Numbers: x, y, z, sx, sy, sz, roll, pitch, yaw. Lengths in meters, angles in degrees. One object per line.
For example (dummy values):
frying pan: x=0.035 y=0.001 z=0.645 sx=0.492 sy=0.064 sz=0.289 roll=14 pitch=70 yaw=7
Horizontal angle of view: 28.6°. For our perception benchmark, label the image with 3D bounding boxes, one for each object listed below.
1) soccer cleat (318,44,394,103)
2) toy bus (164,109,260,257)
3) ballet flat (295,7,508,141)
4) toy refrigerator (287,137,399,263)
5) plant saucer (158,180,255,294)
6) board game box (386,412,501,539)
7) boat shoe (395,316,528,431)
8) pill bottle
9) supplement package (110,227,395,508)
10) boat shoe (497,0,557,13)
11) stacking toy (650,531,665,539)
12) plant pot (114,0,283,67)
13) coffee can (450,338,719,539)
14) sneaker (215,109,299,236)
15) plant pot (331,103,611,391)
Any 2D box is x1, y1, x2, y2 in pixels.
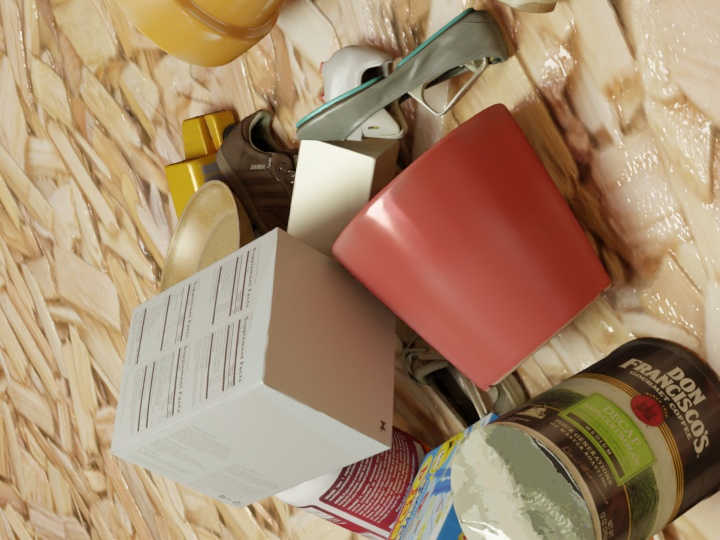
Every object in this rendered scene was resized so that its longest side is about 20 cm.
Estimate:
soccer cleat: x=0.003 y=-0.112 z=1.341 sx=0.077 sy=0.069 sz=0.202 roll=12 pitch=113 yaw=42
toy bus: x=-0.155 y=-0.067 z=1.529 sx=0.065 sy=0.078 sz=0.202 roll=-3 pitch=104 yaw=49
ballet flat: x=0.037 y=-0.150 z=1.217 sx=0.199 sy=0.067 sz=0.064 roll=-32 pitch=88 yaw=9
toy refrigerator: x=-0.022 y=-0.032 z=1.316 sx=0.075 sy=0.070 sz=0.202 roll=17 pitch=116 yaw=16
plant saucer: x=-0.151 y=0.011 z=1.427 sx=0.200 sy=0.035 sz=0.202 roll=-32 pitch=53 yaw=53
board game box: x=0.071 y=0.244 z=1.261 sx=0.056 sy=0.201 sz=0.196 roll=29 pitch=157 yaw=-5
boat shoe: x=0.073 y=0.077 z=1.333 sx=0.200 sy=0.065 sz=0.072 roll=51 pitch=140 yaw=12
pill bottle: x=-0.021 y=0.188 z=1.385 sx=0.113 sy=0.199 sz=0.114 roll=-28 pitch=47 yaw=35
supplement package: x=-0.091 y=0.091 z=1.234 sx=0.199 sy=0.151 sz=0.152 roll=-27 pitch=47 yaw=37
boat shoe: x=0.087 y=-0.279 z=1.172 sx=0.199 sy=0.071 sz=0.065 roll=31 pitch=122 yaw=26
stacking toy: x=0.159 y=0.272 z=1.230 sx=0.146 sy=0.199 sz=0.147 roll=24 pitch=124 yaw=41
plant pot: x=-0.115 y=-0.319 z=1.299 sx=0.183 sy=0.200 sz=0.201 roll=-28 pitch=85 yaw=35
coffee can: x=0.191 y=0.157 z=1.142 sx=0.146 sy=0.199 sz=0.148 roll=23 pitch=124 yaw=40
sneaker: x=-0.076 y=-0.081 z=1.432 sx=0.200 sy=0.070 sz=0.076 roll=50 pitch=116 yaw=26
plant pot: x=0.102 y=-0.010 z=1.189 sx=0.178 sy=0.200 sz=0.200 roll=51 pitch=138 yaw=6
